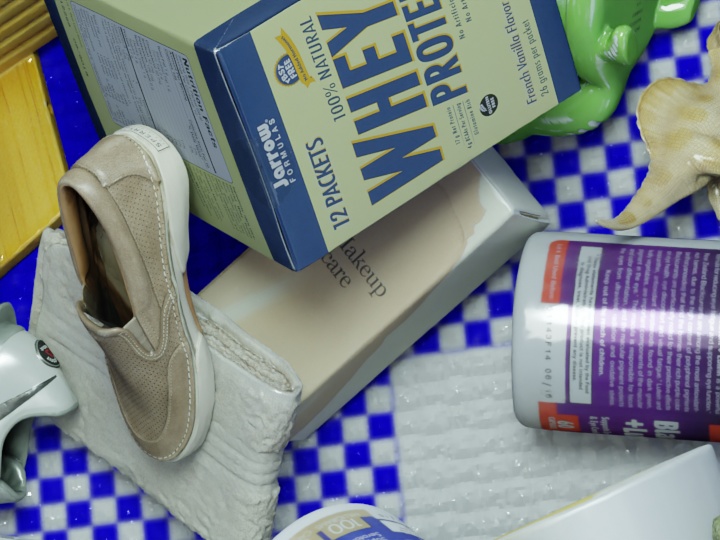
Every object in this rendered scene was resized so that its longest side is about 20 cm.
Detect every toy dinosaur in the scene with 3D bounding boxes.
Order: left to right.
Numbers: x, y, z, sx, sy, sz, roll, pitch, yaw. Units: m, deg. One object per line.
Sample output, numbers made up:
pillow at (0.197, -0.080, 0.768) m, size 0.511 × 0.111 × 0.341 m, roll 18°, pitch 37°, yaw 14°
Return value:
toy dinosaur at (0.193, -0.062, 1.479) m, size 0.101 × 0.058 × 0.200 m, roll 37°, pitch 57°, yaw -5°

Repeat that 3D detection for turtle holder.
turtle holder at (0.119, -0.175, 1.497) m, size 0.131 × 0.186 × 0.141 m, roll 17°, pitch 50°, yaw 22°

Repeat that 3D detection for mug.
mug at (0.141, 0.195, 1.397) m, size 0.149 × 0.186 × 0.154 m, roll -22°, pitch 84°, yaw -27°

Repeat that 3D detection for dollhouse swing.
dollhouse swing at (-0.183, -0.108, 1.503) m, size 0.175 × 0.200 × 0.183 m, roll -18°, pitch 77°, yaw 6°

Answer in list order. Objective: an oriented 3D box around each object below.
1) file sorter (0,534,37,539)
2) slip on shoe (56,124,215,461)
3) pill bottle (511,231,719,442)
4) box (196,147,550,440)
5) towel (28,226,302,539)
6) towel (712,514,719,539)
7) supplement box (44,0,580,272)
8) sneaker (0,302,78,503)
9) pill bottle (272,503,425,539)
file sorter at (-0.135, 0.220, 1.469) m, size 0.199 × 0.139 × 0.125 m, roll 7°, pitch 84°, yaw 12°
slip on shoe at (-0.124, 0.021, 1.399) m, size 0.076 × 0.201 × 0.060 m, roll 27°, pitch 42°, yaw 33°
pill bottle at (0.188, 0.039, 1.453) m, size 0.199 × 0.111 × 0.112 m, roll 4°, pitch 81°, yaw 11°
box at (0.000, 0.000, 1.493) m, size 0.200 × 0.078 × 0.095 m, roll -43°, pitch 74°, yaw 13°
towel at (-0.115, 0.068, 1.489) m, size 0.200 × 0.034 × 0.133 m, roll 35°, pitch 131°, yaw 29°
towel at (0.238, 0.190, 1.374) m, size 0.036 × 0.200 × 0.149 m, roll -18°, pitch 76°, yaw 23°
supplement box at (-0.030, -0.130, 1.401) m, size 0.200 × 0.135 × 0.200 m, roll -33°, pitch 33°, yaw -20°
sneaker at (-0.244, 0.118, 1.528) m, size 0.089 × 0.074 × 0.200 m, roll 46°, pitch 110°, yaw 3°
pill bottle at (0.031, 0.209, 1.307) m, size 0.120 × 0.120 × 0.200 m, roll -55°, pitch 39°, yaw -2°
